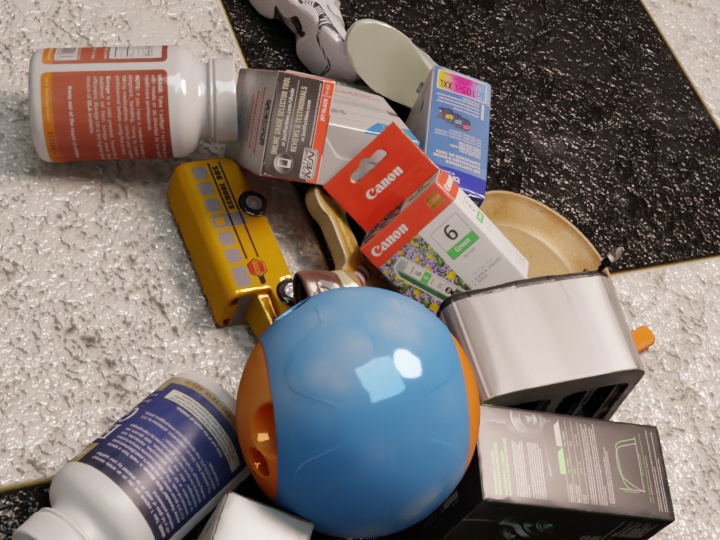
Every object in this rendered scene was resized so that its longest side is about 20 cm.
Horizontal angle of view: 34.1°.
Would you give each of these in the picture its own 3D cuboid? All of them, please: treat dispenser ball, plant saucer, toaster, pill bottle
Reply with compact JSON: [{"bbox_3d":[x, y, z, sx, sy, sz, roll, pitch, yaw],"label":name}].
[{"bbox_3d":[-0.002,0.115,0.956,0.199,0.201,0.202,12,53,-16],"label":"treat dispenser ball"},{"bbox_3d":[0.190,-0.003,1.298,0.199,0.036,0.201,20,41,-19],"label":"plant saucer"},{"bbox_3d":[0.158,0.089,1.124,0.179,0.201,0.119,-9,60,-17],"label":"toaster"},{"bbox_3d":[-0.223,-0.167,1.172,0.198,0.113,0.113,-2,56,-6],"label":"pill bottle"},{"bbox_3d":[-0.185,0.183,0.973,0.111,0.111,0.200,42,51,9],"label":"pill bottle"}]

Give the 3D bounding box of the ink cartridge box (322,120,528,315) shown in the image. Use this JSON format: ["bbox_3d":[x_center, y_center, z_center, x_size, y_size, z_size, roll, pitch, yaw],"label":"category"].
[{"bbox_3d":[0.062,-0.037,1.166,0.200,0.109,0.050,46,22,-9],"label":"ink cartridge box"}]

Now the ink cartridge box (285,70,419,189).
[{"bbox_3d":[-0.022,-0.152,1.276,0.115,0.068,0.200,10,22,-18],"label":"ink cartridge box"}]

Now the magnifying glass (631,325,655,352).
[{"bbox_3d":[0.250,0.106,1.279,0.199,0.022,0.080,-24,69,-32],"label":"magnifying glass"}]

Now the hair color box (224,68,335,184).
[{"bbox_3d":[-0.085,-0.149,1.184,0.061,0.200,0.103,9,98,-17],"label":"hair color box"}]

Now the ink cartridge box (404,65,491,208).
[{"bbox_3d":[0.081,-0.097,1.269,0.076,0.137,0.201,16,52,-9],"label":"ink cartridge box"}]

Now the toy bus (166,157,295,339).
[{"bbox_3d":[-0.122,-0.015,1.169,0.078,0.065,0.201,-11,62,-29],"label":"toy bus"}]

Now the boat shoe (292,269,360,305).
[{"bbox_3d":[-0.040,0.098,1.088,0.071,0.072,0.202,5,83,-34],"label":"boat shoe"}]

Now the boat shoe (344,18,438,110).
[{"bbox_3d":[0.052,-0.227,1.369,0.200,0.070,0.072,31,9,-31],"label":"boat shoe"}]

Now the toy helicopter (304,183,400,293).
[{"bbox_3d":[0.000,0.000,1.201,0.132,0.079,0.202,-5,69,-53],"label":"toy helicopter"}]

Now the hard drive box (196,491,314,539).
[{"bbox_3d":[-0.116,0.297,0.896,0.076,0.156,0.201,22,52,-8],"label":"hard drive box"}]

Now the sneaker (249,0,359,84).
[{"bbox_3d":[-0.041,-0.312,1.404,0.115,0.075,0.200,-31,69,-34],"label":"sneaker"}]

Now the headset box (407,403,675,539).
[{"bbox_3d":[0.148,0.207,1.062,0.198,0.175,0.093,8,55,-17],"label":"headset box"}]
